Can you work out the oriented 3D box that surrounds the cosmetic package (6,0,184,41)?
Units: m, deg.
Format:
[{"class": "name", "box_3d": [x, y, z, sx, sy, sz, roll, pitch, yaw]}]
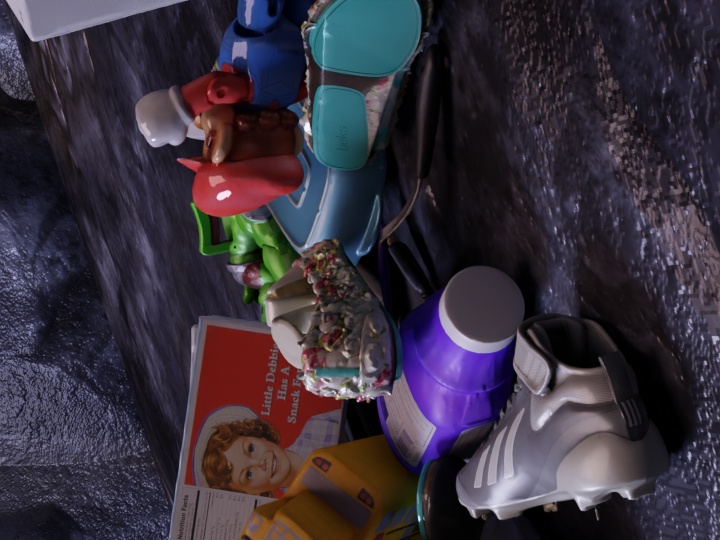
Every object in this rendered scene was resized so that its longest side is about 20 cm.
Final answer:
[{"class": "cosmetic package", "box_3d": [-0.175, -0.275, 1.057, 0.200, 0.198, 0.124, -131, 27, -52]}]

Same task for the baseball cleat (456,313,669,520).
[{"class": "baseball cleat", "box_3d": [0.101, 0.080, 0.795, 0.200, 0.069, 0.108, -28, 75, 65]}]

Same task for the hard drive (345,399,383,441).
[{"class": "hard drive", "box_3d": [0.006, 0.160, 1.225, 0.200, 0.042, 0.136, 114, 135, -67]}]

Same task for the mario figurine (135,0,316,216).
[{"class": "mario figurine", "box_3d": [-0.080, -0.134, 0.966, 0.106, 0.122, 0.202, -113, 36, -68]}]

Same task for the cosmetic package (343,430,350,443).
[{"class": "cosmetic package", "box_3d": [-0.019, 0.209, 1.145, 0.202, 0.082, 0.051, 64, 161, 1]}]

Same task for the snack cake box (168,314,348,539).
[{"class": "snack cake box", "box_3d": [-0.073, 0.140, 1.078, 0.067, 0.114, 0.203, 22, -103, -88]}]

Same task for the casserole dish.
[{"class": "casserole dish", "box_3d": [-0.042, -0.086, 1.053, 0.201, 0.038, 0.122, 58, 139, 43]}]

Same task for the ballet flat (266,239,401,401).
[{"class": "ballet flat", "box_3d": [-0.025, 0.026, 0.910, 0.200, 0.063, 0.077, -133, 37, -74]}]

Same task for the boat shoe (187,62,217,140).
[{"class": "boat shoe", "box_3d": [-0.104, -0.142, 1.239, 0.200, 0.070, 0.071, -169, 89, -76]}]

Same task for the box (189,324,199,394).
[{"class": "box", "box_3d": [-0.096, 0.133, 1.291, 0.200, 0.105, 0.154, 127, 147, -82]}]

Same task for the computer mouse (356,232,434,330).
[{"class": "computer mouse", "box_3d": [0.000, 0.000, 1.057, 0.141, 0.046, 0.201, 97, 150, -60]}]

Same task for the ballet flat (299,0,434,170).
[{"class": "ballet flat", "box_3d": [0.000, -0.134, 0.879, 0.200, 0.075, 0.065, 114, 168, -61]}]

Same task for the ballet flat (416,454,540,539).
[{"class": "ballet flat", "box_3d": [0.084, 0.187, 0.959, 0.201, 0.068, 0.068, 75, -150, -49]}]

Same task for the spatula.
[{"class": "spatula", "box_3d": [0.028, -0.047, 0.897, 0.057, 0.020, 0.202, -87, 8, -54]}]

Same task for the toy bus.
[{"class": "toy bus", "box_3d": [-0.001, 0.158, 0.979, 0.065, 0.079, 0.200, 36, -168, 20]}]

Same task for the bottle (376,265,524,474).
[{"class": "bottle", "box_3d": [0.056, 0.060, 0.901, 0.200, 0.065, 0.084, 106, 147, -63]}]

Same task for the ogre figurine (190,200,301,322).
[{"class": "ogre figurine", "box_3d": [-0.077, -0.017, 1.201, 0.200, 0.097, 0.121, -82, -28, -74]}]
